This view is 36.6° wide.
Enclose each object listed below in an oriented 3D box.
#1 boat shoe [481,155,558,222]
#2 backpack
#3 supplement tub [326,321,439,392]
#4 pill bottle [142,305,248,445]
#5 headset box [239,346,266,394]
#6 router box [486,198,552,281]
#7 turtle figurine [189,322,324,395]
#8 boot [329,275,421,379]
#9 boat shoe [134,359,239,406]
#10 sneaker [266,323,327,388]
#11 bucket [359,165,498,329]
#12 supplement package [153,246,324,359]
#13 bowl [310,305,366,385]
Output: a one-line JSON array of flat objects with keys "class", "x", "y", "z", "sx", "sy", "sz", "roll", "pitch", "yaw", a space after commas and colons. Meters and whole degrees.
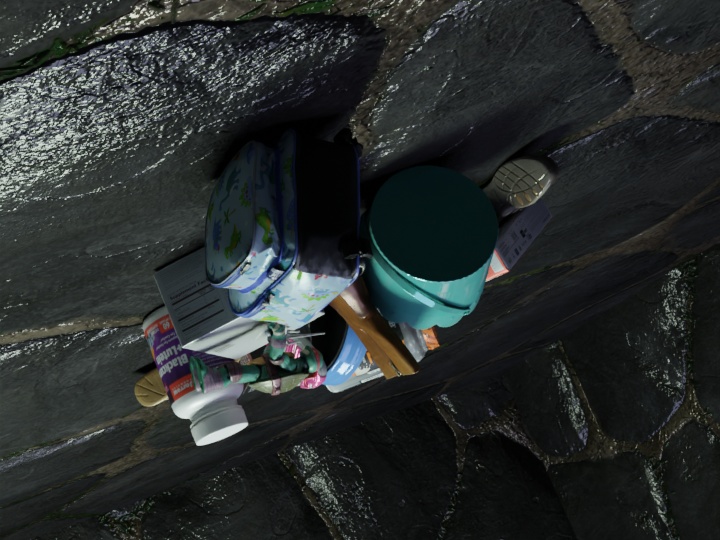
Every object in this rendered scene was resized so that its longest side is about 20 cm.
[{"class": "boat shoe", "x": 0.245, "y": -0.133, "z": 1.667, "sx": 0.073, "sy": 0.075, "sz": 0.200, "roll": -27, "pitch": 178, "yaw": -29}, {"class": "backpack", "x": -0.093, "y": -0.041, "z": 1.206, "sx": 0.146, "sy": 0.184, "sz": 0.200, "roll": 9, "pitch": 148, "yaw": -23}, {"class": "supplement tub", "x": 0.023, "y": 0.115, "z": 1.804, "sx": 0.199, "sy": 0.123, "sz": 0.123, "roll": -22, "pitch": 166, "yaw": 5}, {"class": "pill bottle", "x": -0.239, "y": 0.150, "z": 1.610, "sx": 0.111, "sy": 0.201, "sz": 0.112, "roll": -22, "pitch": 166, "yaw": -6}, {"class": "headset box", "x": -0.151, "y": 0.149, "z": 2.012, "sx": 0.148, "sy": 0.078, "sz": 0.200, "roll": -19, "pitch": 165, "yaw": -19}, {"class": "router box", "x": 0.196, "y": -0.035, "z": 1.761, "sx": 0.179, "sy": 0.049, "sz": 0.200, "roll": -25, "pitch": -167, "yaw": 40}, {"class": "turtle figurine", "x": -0.124, "y": 0.118, "z": 1.454, "sx": 0.198, "sy": 0.101, "sz": 0.150, "roll": -13, "pitch": 163, "yaw": -18}, {"class": "boot", "x": 0.009, "y": 0.058, "z": 1.439, "sx": 0.068, "sy": 0.201, "sz": 0.188, "roll": -34, "pitch": 179, "yaw": -24}, {"class": "boat shoe", "x": -0.295, "y": 0.171, "z": 1.890, "sx": 0.199, "sy": 0.074, "sz": 0.069, "roll": -24, "pitch": 178, "yaw": 4}, {"class": "sneaker", "x": -0.106, "y": 0.088, "z": 1.639, "sx": 0.088, "sy": 0.200, "sz": 0.082, "roll": -21, "pitch": 152, "yaw": -40}, {"class": "bucket", "x": 0.088, "y": -0.034, "z": 1.492, "sx": 0.206, "sy": 0.208, "sz": 0.135, "roll": -20, "pitch": 158, "yaw": -16}, {"class": "supplement package", "x": -0.162, "y": 0.034, "z": 1.496, "sx": 0.155, "sy": 0.112, "sz": 0.200, "roll": -27, "pitch": 165, "yaw": 9}, {"class": "bowl", "x": -0.051, "y": 0.074, "z": 1.666, "sx": 0.039, "sy": 0.202, "sz": 0.200, "roll": 9, "pitch": 149, "yaw": -32}]
